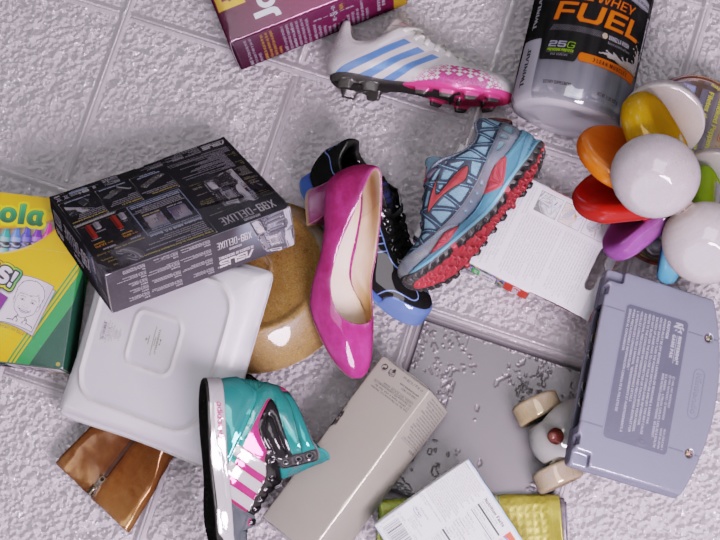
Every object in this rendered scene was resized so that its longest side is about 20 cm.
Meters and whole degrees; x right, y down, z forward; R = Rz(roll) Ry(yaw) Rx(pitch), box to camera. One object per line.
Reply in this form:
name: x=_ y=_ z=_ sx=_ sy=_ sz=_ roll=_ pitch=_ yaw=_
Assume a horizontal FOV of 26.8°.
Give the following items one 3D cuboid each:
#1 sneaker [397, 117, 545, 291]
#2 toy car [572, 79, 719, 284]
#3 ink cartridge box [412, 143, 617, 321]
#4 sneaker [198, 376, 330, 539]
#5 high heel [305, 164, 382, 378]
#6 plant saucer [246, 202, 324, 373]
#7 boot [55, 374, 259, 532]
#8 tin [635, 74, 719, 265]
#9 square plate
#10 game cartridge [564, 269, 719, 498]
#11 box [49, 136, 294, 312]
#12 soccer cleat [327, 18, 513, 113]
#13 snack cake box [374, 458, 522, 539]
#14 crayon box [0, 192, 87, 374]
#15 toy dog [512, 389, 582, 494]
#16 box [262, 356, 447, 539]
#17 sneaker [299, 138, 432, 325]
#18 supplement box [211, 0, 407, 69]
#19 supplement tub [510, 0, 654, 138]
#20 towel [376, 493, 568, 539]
sneaker: x=0.094 y=-0.068 z=1.506 sx=0.095 sy=0.079 sz=0.200 roll=37 pitch=77 yaw=21
toy car: x=0.286 y=-0.070 z=1.463 sx=0.149 sy=0.176 sz=0.200 roll=-32 pitch=108 yaw=30
ink cartridge box: x=0.164 y=-0.036 z=1.552 sx=0.198 sy=0.050 sz=0.110 roll=27 pitch=82 yaw=5
sneaker: x=-0.088 y=0.197 z=1.437 sx=0.119 sy=0.084 sz=0.203 roll=-4 pitch=97 yaw=-15
high heel: x=0.000 y=0.000 z=1.475 sx=0.067 sy=0.095 sz=0.202 roll=4 pitch=74 yaw=-40
plant saucer: x=-0.108 y=0.006 z=1.530 sx=0.198 sy=0.036 sz=0.202 roll=-1 pitch=61 yaw=2
boot: x=-0.182 y=0.176 z=1.519 sx=0.188 sy=0.069 sz=0.201 roll=36 pitch=84 yaw=7
tin: x=0.330 y=-0.102 z=1.563 sx=0.111 sy=0.042 sz=0.202 roll=18 pitch=82 yaw=9
square plate: x=-0.199 y=0.073 z=1.491 sx=0.196 sy=0.028 sz=0.202 roll=16 pitch=89 yaw=24
game cartridge: x=0.278 y=0.111 z=1.460 sx=0.132 sy=0.041 sz=0.202 roll=16 pitch=71 yaw=-3
box: x=-0.186 y=-0.050 z=1.493 sx=0.198 sy=0.050 sz=0.158 roll=-22 pitch=40 yaw=-22
soccer cleat: x=0.065 y=-0.219 z=1.575 sx=0.198 sy=0.070 sz=0.087 roll=7 pitch=81 yaw=4
snack cake box: x=0.114 y=0.298 z=1.466 sx=0.114 sy=0.067 sz=0.201 roll=-33 pitch=81 yaw=-5
crayon box: x=-0.384 y=0.008 z=1.558 sx=0.197 sy=0.058 sz=0.175 roll=6 pitch=81 yaw=3
toy dog: x=0.243 y=0.141 z=1.495 sx=0.200 sy=0.096 sz=0.132 roll=-42 pitch=82 yaw=-5
box: x=-0.003 y=0.191 z=1.496 sx=0.068 sy=0.082 sz=0.201 roll=34 pitch=81 yaw=26
sneaker: x=0.018 y=-0.041 z=1.535 sx=0.078 sy=0.070 sz=0.201 roll=-44 pitch=78 yaw=34
supplement box: x=-0.063 y=-0.316 z=1.580 sx=0.198 sy=0.103 sz=0.132 roll=-22 pitch=82 yaw=-1
supplement tub: x=0.232 y=-0.247 z=1.548 sx=0.121 sy=0.123 sz=0.202 roll=13 pitch=81 yaw=4
towel: x=0.114 y=0.296 z=1.511 sx=0.197 sy=0.023 sz=0.145 roll=0 pitch=81 yaw=2
